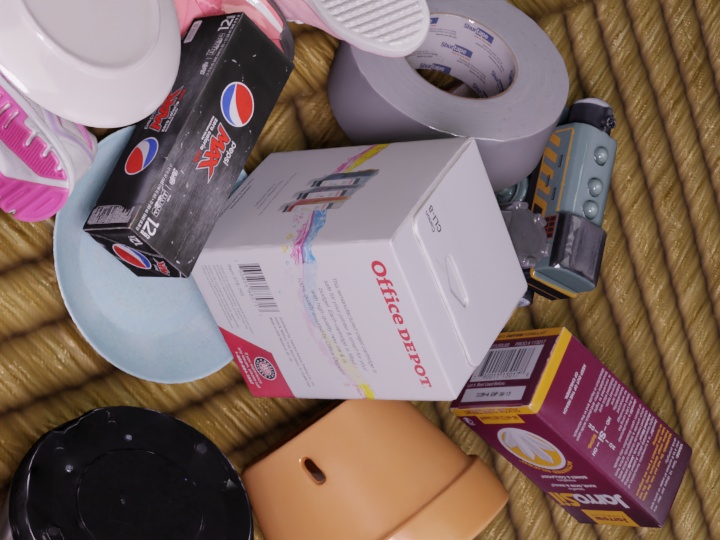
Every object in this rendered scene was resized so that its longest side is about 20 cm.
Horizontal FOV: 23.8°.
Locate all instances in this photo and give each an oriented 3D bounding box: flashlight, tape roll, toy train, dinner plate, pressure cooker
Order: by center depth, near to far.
[{"bbox_3d":[-0.177,0.214,1.193,0.176,0.201,0.178,41,45,9],"label":"pressure cooker"},{"bbox_3d":[-0.202,-0.200,1.223,0.199,0.024,0.202,25,53,-37],"label":"dinner plate"},{"bbox_3d":[0.074,-0.017,1.413,0.067,0.199,0.069,-28,103,-38],"label":"flashlight"},{"bbox_3d":[0.074,-0.159,1.447,0.198,0.066,0.202,11,46,-11],"label":"tape roll"},{"bbox_3d":[0.179,-0.064,1.556,0.085,0.113,0.202,27,69,-33],"label":"toy train"}]

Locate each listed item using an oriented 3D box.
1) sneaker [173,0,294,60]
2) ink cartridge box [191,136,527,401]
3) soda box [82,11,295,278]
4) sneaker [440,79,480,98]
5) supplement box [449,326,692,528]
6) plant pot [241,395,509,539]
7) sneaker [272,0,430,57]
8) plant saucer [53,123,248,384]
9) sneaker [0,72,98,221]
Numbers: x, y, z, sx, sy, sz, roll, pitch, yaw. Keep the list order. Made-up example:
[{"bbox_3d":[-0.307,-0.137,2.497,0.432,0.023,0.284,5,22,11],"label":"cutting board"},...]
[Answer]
[{"bbox_3d":[-0.142,-0.211,1.360,0.200,0.074,0.087,38,78,-26],"label":"sneaker"},{"bbox_3d":[0.000,0.000,1.302,0.145,0.198,0.146,-51,128,-42],"label":"ink cartridge box"},{"bbox_3d":[-0.128,-0.095,1.291,0.071,0.063,0.201,43,62,-37],"label":"soda box"},{"bbox_3d":[0.055,-0.088,1.488,0.200,0.071,0.080,-44,107,-35],"label":"sneaker"},{"bbox_3d":[0.192,0.145,1.545,0.200,0.110,0.086,42,62,-27],"label":"supplement box"},{"bbox_3d":[-0.001,0.177,1.348,0.199,0.200,0.141,-34,89,-36],"label":"plant pot"},{"bbox_3d":[-0.028,-0.229,1.381,0.199,0.105,0.076,31,83,10],"label":"sneaker"},{"bbox_3d":[-0.159,-0.012,1.330,0.199,0.039,0.203,6,80,-38],"label":"plant saucer"},{"bbox_3d":[-0.265,-0.132,1.238,0.201,0.081,0.088,57,27,-5],"label":"sneaker"}]
